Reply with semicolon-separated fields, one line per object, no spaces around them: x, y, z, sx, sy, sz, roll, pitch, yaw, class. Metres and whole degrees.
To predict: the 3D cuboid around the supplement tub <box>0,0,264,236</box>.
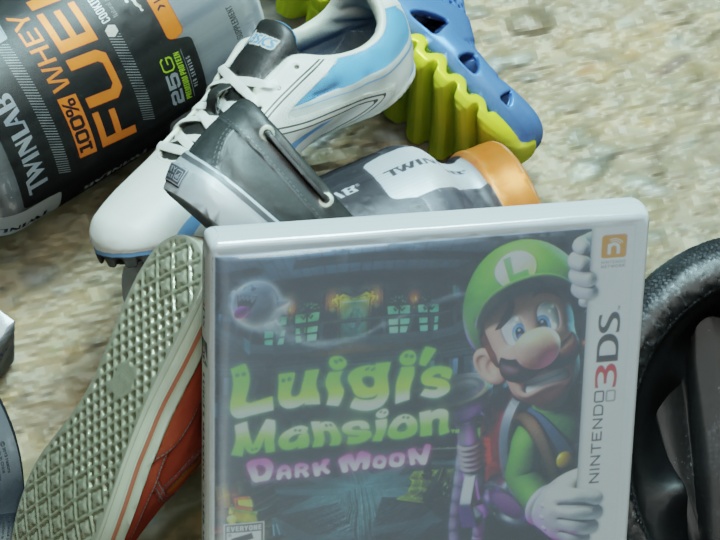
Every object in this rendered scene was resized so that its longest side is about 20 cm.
-0.155;-0.098;1.433;0.200;0.123;0.123;-34;78;-18;supplement tub

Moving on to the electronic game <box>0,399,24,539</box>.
-0.254;0.105;1.349;0.199;0.042;0.201;0;97;-3;electronic game

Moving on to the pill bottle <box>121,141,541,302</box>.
-0.007;0.005;1.425;0.199;0.106;0.107;-24;75;-16;pill bottle

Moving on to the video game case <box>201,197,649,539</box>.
0.028;0.060;1.306;0.199;0.023;0.183;-4;114;-12;video game case

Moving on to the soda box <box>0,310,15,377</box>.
-0.263;0.000;1.410;0.200;0.063;0.068;36;71;6;soda box

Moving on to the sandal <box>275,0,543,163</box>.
0.025;-0.135;1.501;0.087;0.080;0.200;-40;81;-24;sandal

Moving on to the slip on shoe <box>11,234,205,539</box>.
-0.098;0.080;1.324;0.061;0.074;0.201;20;102;-40;slip on shoe

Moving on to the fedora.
0.188;0.085;1.426;0.199;0.092;0.202;1;84;-6;fedora

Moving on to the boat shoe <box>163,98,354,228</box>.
0.000;0.000;1.334;0.200;0.069;0.057;39;84;-21;boat shoe

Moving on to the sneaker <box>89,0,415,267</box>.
-0.056;-0.073;1.394;0.200;0.072;0.073;-40;124;-25;sneaker
